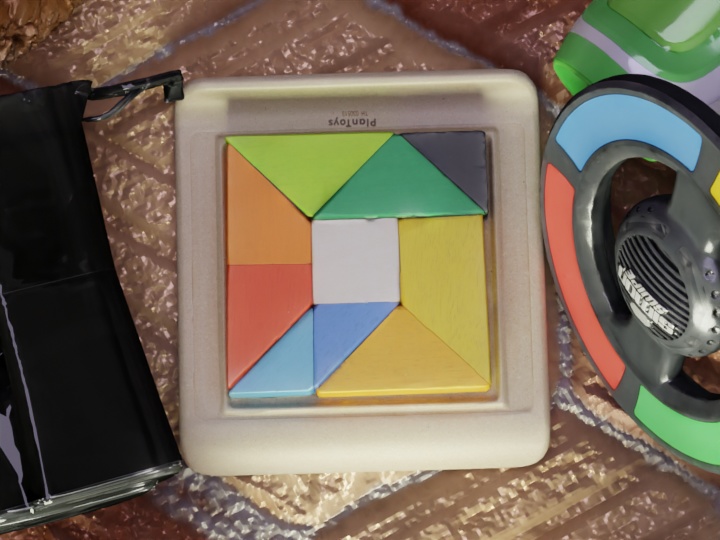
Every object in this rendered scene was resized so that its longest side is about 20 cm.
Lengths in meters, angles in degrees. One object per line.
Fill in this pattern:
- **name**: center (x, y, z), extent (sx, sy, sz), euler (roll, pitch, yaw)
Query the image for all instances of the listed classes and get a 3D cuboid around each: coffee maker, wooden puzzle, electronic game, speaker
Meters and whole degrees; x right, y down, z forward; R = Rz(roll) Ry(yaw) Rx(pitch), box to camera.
- **coffee maker**: center (-0.154, 0.019, 1.410), extent (0.192, 0.135, 0.200), euler (-18, 87, 3)
- **wooden puzzle**: center (0.000, 0.000, 1.460), extent (0.185, 0.037, 0.200), euler (-2, 84, 1)
- **electronic game**: center (0.150, 0.003, 1.383), extent (0.042, 0.200, 0.200), euler (-23, 83, -27)
- **speaker**: center (0.189, -0.149, 1.448), extent (0.088, 0.088, 0.200), euler (44, 87, 5)

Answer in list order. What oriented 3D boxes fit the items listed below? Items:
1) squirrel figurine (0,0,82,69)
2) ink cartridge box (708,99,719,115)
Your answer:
- **squirrel figurine**: center (-0.170, -0.201, 1.433), extent (0.187, 0.142, 0.200), euler (10, 102, 12)
- **ink cartridge box**: center (0.242, -0.008, 1.352), extent (0.084, 0.200, 0.145), euler (-24, 107, -14)
